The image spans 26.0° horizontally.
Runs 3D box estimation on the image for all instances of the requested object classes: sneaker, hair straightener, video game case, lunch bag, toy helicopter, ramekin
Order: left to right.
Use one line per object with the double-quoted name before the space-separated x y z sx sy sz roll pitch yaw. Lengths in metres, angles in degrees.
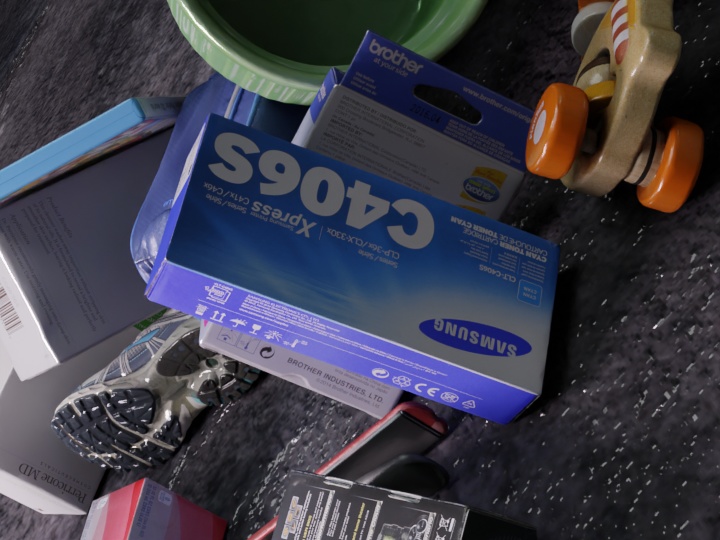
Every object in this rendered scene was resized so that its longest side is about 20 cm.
"video game case" -0.186 -0.077 1.049 0.143 0.018 0.200 -28 4 8
"sneaker" -0.134 0.073 1.099 0.200 0.078 0.086 -31 25 30
"lunch bag" -0.040 -0.062 0.998 0.132 0.136 0.200 -25 40 45
"hair straightener" -0.030 0.151 0.856 0.200 0.041 0.077 -35 35 27
"ramekin" -0.025 -0.192 0.905 0.200 0.200 0.098 -63 7 -10
"toy helicopter" 0.143 -0.135 0.795 0.132 0.079 0.200 -97 23 -71

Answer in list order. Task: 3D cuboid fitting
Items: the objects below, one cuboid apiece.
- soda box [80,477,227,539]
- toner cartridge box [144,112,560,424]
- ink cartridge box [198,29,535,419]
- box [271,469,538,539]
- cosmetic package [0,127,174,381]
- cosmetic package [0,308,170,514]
"soda box" -0.145 0.230 0.933 0.063 0.070 0.200 -27 39 42
"toner cartridge box" 0.000 0.000 0.794 0.043 0.200 0.095 127 160 -55
"ink cartridge box" 0.006 -0.025 0.860 0.200 0.119 0.042 -61 15 20
"box" -0.005 0.201 0.727 0.160 0.043 0.200 -2 70 58
"cosmetic package" -0.161 -0.020 1.073 0.200 0.113 0.081 -27 2 -32
"cosmetic package" -0.229 0.075 1.196 0.085 0.108 0.200 -12 53 53
